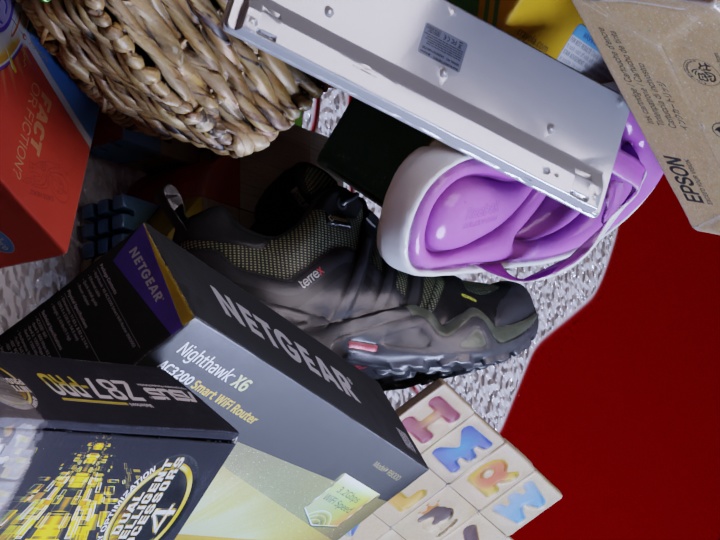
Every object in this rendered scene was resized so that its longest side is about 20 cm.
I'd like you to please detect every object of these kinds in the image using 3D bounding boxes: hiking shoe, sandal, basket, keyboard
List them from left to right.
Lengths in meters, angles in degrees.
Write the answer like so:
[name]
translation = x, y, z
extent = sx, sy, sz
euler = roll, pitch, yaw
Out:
[basket]
translation = -0.100, -0.155, 1.256
extent = 0.143, 0.149, 0.200
euler = -44, 128, -21
[hiking shoe]
translation = 0.000, 0.000, 1.304
extent = 0.200, 0.076, 0.101
euler = -1, 79, -43
[keyboard]
translation = 0.031, -0.085, 1.236
extent = 0.200, 0.011, 0.056
euler = 25, 68, -30
[sandal]
translation = 0.084, -0.028, 1.308
extent = 0.202, 0.050, 0.083
euler = -19, 130, -45

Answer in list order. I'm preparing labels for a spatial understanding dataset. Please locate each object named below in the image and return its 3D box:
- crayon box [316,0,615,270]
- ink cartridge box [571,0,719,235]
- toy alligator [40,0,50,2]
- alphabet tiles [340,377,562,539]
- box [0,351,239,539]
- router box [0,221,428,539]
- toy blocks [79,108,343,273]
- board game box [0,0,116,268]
[crayon box]
translation = 0.076, -0.108, 1.324
extent = 0.200, 0.052, 0.126
euler = -58, 150, 5
[ink cartridge box]
translation = 0.176, -0.129, 1.299
extent = 0.165, 0.075, 0.200
euler = -66, 148, -23
[toy alligator]
translation = -0.180, -0.157, 1.105
extent = 0.054, 0.059, 0.200
euler = -45, 133, -11
[alphabet tiles]
translation = 0.000, 0.126, 1.362
extent = 0.200, 0.166, 0.006
euler = 44, 12, -51
[box]
translation = -0.146, 0.120, 1.036
extent = 0.200, 0.049, 0.161
euler = -56, 153, 11
[router box]
translation = -0.085, 0.079, 1.188
extent = 0.200, 0.157, 0.052
euler = 36, 19, -55
[toy blocks]
translation = -0.069, 0.003, 1.346
extent = 0.137, 0.100, 0.201
euler = 18, 65, -49
[board game box]
translation = -0.171, -0.119, 1.213
extent = 0.200, 0.040, 0.153
euler = 51, 38, -46
